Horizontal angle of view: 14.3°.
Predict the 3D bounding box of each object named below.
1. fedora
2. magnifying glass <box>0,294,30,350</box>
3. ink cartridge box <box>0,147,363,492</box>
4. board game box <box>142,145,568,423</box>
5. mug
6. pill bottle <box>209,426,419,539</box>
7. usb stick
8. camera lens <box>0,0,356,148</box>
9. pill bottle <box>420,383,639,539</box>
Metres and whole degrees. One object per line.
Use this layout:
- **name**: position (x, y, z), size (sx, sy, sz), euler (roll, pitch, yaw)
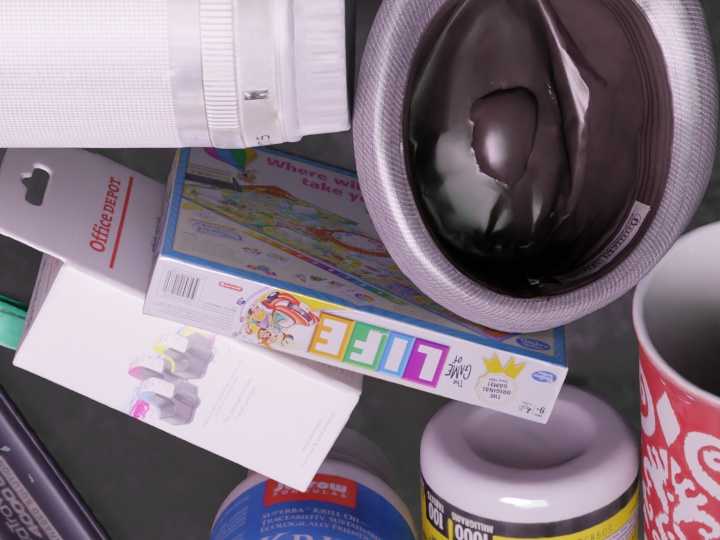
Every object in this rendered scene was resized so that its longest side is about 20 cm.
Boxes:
- **fedora**: position (0.075, -0.075, 1.360), size (0.176, 0.090, 0.201), euler (-10, 102, -12)
- **magnifying glass**: position (-0.139, 0.041, 1.466), size (0.199, 0.080, 0.022), euler (19, 93, -21)
- **ink cartridge box**: position (-0.099, 0.016, 1.418), size (0.199, 0.115, 0.068), euler (25, 117, -11)
- **board game box**: position (0.000, 0.000, 1.394), size (0.199, 0.135, 0.034), euler (16, 119, -6)
- **mug**: position (0.219, 0.087, 1.427), size (0.177, 0.134, 0.200), euler (-9, 134, -7)
- **pill bottle**: position (-0.026, 0.164, 1.450), size (0.112, 0.200, 0.113), euler (1, 120, 1)
- **usb stick**: position (-0.176, 0.124, 1.531), size (0.055, 0.033, 0.200), euler (-22, 117, 22)
- **camera lens**: position (-0.103, -0.136, 1.307), size (0.199, 0.160, 0.160), euler (0, 120, 2)
- **pill bottle**: position (0.088, 0.168, 1.498), size (0.112, 0.113, 0.201), euler (-1, 119, 3)
